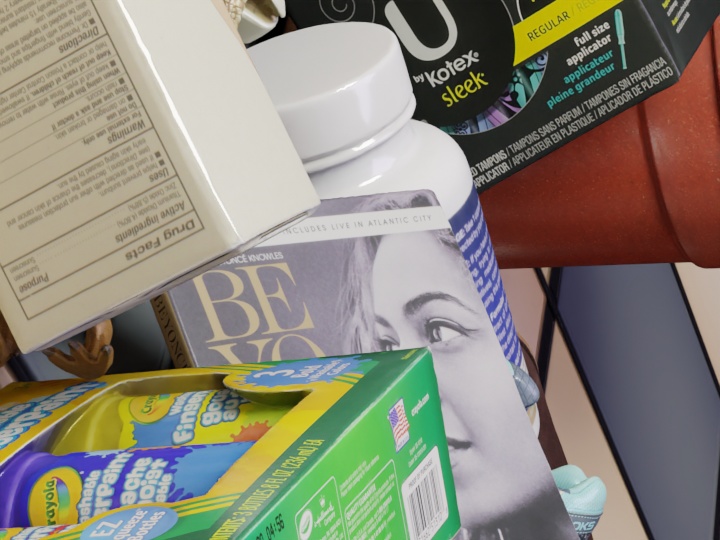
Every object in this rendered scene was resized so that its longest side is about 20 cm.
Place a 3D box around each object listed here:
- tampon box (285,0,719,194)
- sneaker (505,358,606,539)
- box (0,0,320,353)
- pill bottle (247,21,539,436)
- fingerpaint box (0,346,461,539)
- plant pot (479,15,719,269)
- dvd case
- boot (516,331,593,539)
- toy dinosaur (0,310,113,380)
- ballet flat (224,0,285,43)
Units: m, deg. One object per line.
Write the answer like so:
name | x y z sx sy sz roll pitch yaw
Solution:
tampon box | 0.049 -0.155 1.181 0.201 0.149 0.126 57 25 -8
sneaker | 0.022 0.058 1.053 0.200 0.086 0.078 45 -3 -22
box | -0.104 -0.085 0.836 0.201 0.094 0.078 65 23 -2
pill bottle | 0.000 0.000 1.119 0.120 0.119 0.201 -62 140 -57
fingerpaint box | -0.077 0.090 0.816 0.200 0.166 0.074 -39 121 -65
plant pot | 0.128 -0.085 1.382 0.201 0.194 0.202 -7 90 -70
dvd case | 0.006 0.062 0.974 0.148 0.016 0.201 -6 64 -38
boot | 0.094 0.129 1.310 0.167 0.072 0.201 61 -5 39
toy dinosaur | -0.108 -0.009 0.920 0.200 0.060 0.107 53 34 -53
ballet flat | -0.067 -0.100 1.041 0.065 0.070 0.201 39 52 -30
